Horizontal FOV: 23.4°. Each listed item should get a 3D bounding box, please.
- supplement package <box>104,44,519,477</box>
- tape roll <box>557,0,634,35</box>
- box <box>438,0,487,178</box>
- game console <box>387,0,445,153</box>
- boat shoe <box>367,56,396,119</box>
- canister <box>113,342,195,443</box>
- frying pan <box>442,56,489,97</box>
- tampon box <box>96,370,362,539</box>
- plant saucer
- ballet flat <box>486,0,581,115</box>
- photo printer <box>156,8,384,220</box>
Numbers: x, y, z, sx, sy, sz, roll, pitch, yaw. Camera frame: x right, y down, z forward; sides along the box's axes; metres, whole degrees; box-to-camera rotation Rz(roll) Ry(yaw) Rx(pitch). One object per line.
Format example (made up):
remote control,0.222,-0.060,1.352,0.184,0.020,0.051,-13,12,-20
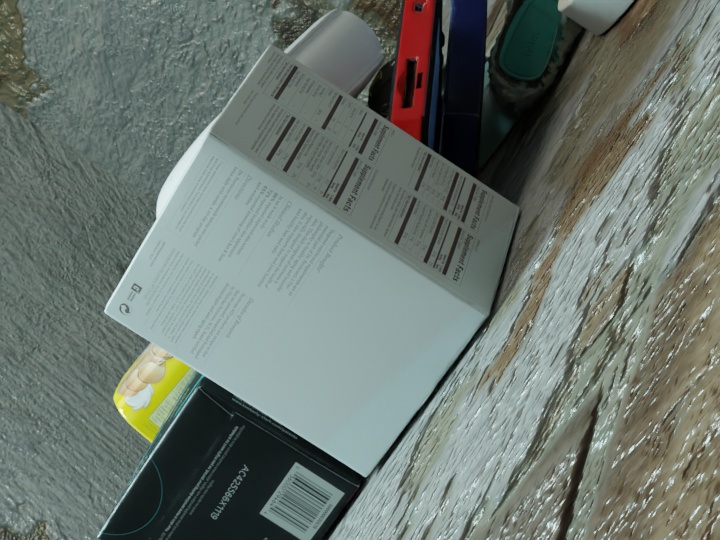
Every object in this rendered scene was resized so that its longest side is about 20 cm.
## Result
supplement package,-0.027,-0.008,1.114,0.152,0.199,0.151,-55,6,30
tape roll,0.211,-0.265,1.253,0.204,0.037,0.203,-59,4,7
box,0.080,-0.135,1.350,0.122,0.032,0.202,88,-172,-57
game console,0.046,-0.092,1.271,0.178,0.031,0.201,81,-168,-46
boat shoe,0.040,-0.136,1.494,0.201,0.071,0.061,104,153,-83
canister,-0.105,0.042,1.410,0.200,0.086,0.149,-49,6,11
frying pan,0.057,-0.155,1.586,0.189,0.031,0.115,-1,-37,-46
tampon box,-0.072,0.119,1.222,0.150,0.126,0.200,-55,5,25
plant saucer,0.133,-0.177,1.501,0.201,0.036,0.200,-59,5,8
ballet flat,0.148,-0.209,1.382,0.201,0.071,0.072,-63,6,-24
photo printer,-0.082,-0.107,1.415,0.200,0.069,0.166,-49,3,-35
